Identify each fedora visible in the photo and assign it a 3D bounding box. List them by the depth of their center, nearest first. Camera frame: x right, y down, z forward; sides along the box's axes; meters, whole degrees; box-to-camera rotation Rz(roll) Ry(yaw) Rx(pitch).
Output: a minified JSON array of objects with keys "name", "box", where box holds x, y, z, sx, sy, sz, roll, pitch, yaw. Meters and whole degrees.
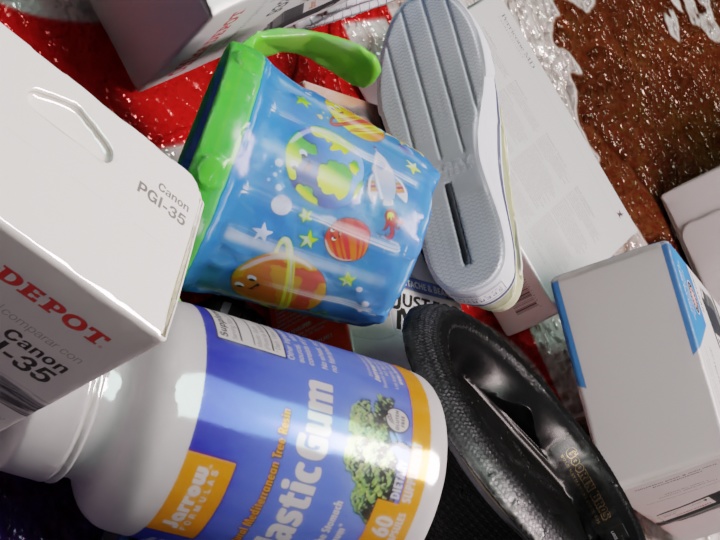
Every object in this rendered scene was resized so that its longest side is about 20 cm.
[{"name":"fedora","box":[0.065,0.119,1.015,0.201,0.091,0.201,44,19,-19]}]

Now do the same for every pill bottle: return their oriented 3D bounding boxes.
[{"name":"pill bottle","box":[-0.069,0.078,0.893,0.199,0.112,0.113,17,54,-24]}]

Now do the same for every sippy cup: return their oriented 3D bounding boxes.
[{"name":"sippy cup","box":[-0.033,-0.035,1.002,0.130,0.179,0.140,20,7,-10]}]

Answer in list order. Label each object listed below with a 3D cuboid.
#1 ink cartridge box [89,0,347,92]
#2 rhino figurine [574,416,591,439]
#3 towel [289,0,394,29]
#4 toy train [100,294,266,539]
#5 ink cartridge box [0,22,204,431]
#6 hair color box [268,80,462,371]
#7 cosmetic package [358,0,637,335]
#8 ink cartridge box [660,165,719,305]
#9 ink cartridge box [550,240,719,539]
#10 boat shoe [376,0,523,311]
[{"name":"ink cartridge box","box":[-0.041,-0.189,1.053,0.199,0.145,0.084,-27,90,-25]},{"name":"rhino figurine","box":[0.090,0.142,1.141,0.199,0.060,0.088,-4,69,-50]},{"name":"towel","box":[-0.009,-0.259,1.247,0.200,0.085,0.166,-27,89,-54]},{"name":"toy train","box":[-0.093,0.084,0.975,0.046,0.034,0.201,41,41,-22]},{"name":"ink cartridge box","box":[-0.185,-0.004,0.777,0.146,0.199,0.083,38,42,-29]},{"name":"hair color box","box":[0.000,0.000,1.116,0.111,0.064,0.201,12,58,-46]},{"name":"cosmetic package","box":[0.097,-0.076,1.290,0.201,0.052,0.151,59,38,-5]},{"name":"ink cartridge box","box":[0.364,-0.042,1.513,0.200,0.147,0.145,-22,86,-53]},{"name":"ink cartridge box","box":[0.206,0.084,1.238,0.200,0.084,0.145,36,38,-62]},{"name":"boat shoe","box":[0.055,-0.068,1.132,0.062,0.072,0.201,46,34,-65]}]
